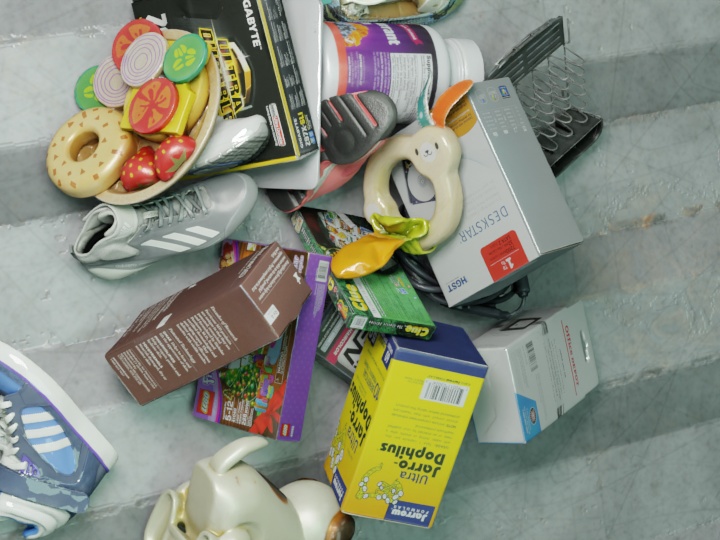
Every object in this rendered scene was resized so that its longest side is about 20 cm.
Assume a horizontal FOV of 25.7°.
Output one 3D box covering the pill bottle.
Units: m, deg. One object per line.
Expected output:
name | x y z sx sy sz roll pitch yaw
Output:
pill bottle | 0.031 -0.217 1.747 0.200 0.111 0.112 -2 95 -25

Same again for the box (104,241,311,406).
box | -0.157 0.056 1.623 0.075 0.200 0.100 56 31 -15

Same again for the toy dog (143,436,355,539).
toy dog | -0.108 0.269 1.712 0.200 0.139 0.194 13 96 -38

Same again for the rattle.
rattle | 0.037 -0.104 1.646 0.143 0.130 0.200 -7 135 -34

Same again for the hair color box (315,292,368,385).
hair color box | 0.029 0.097 1.796 0.200 0.061 0.099 37 79 -23

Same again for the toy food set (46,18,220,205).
toy food set | -0.224 -0.161 1.596 0.049 0.200 0.198 31 71 -49

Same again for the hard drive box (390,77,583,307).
hard drive box | 0.129 -0.084 1.712 0.077 0.156 0.200 -16 77 -43

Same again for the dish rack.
dish rack | 0.205 -0.187 1.808 0.153 0.055 0.200 -43 146 -20

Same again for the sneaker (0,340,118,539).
sneaker | -0.356 0.183 1.615 0.146 0.081 0.200 -48 116 -19

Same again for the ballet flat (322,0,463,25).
ballet flat | 0.043 -0.308 1.769 0.200 0.074 0.074 -15 100 -23

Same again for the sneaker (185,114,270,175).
sneaker | -0.184 -0.136 1.623 0.074 0.200 0.087 -5 85 -62

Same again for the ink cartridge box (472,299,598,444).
ink cartridge box | 0.200 0.115 1.845 0.200 0.067 0.116 -26 106 -53

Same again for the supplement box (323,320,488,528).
supplement box | 0.047 0.161 1.717 0.109 0.109 0.200 13 107 -17

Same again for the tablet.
tablet | -0.087 -0.188 1.687 0.014 0.130 0.200 -2 95 -43

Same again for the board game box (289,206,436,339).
board game box | 0.000 0.000 1.707 0.105 0.200 0.023 12 121 -30

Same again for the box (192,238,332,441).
box | -0.107 0.072 1.689 0.039 0.137 0.200 11 89 -46

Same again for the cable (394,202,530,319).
cable | 0.115 -0.032 1.807 0.200 0.051 0.163 14 73 -32

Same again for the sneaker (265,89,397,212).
sneaker | -0.021 -0.137 1.699 0.087 0.200 0.074 -20 78 -48

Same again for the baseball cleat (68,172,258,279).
baseball cleat | -0.204 -0.050 1.627 0.200 0.106 0.070 -29 67 6

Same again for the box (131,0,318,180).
box | -0.142 -0.204 1.645 0.049 0.159 0.200 -29 109 -55
